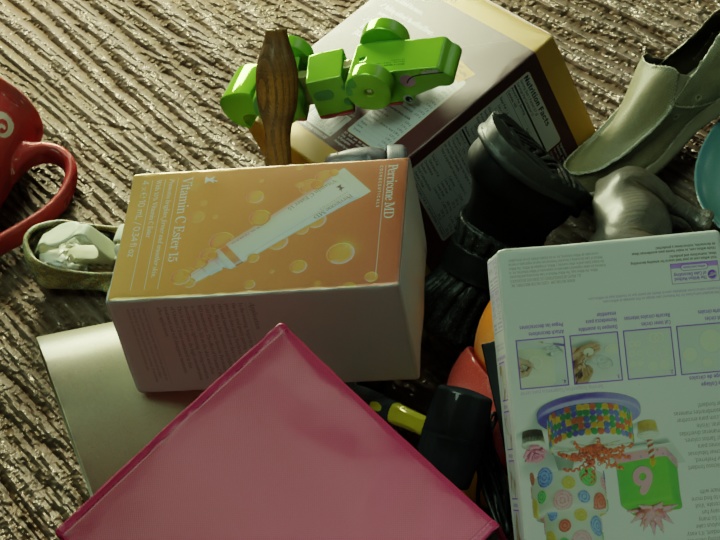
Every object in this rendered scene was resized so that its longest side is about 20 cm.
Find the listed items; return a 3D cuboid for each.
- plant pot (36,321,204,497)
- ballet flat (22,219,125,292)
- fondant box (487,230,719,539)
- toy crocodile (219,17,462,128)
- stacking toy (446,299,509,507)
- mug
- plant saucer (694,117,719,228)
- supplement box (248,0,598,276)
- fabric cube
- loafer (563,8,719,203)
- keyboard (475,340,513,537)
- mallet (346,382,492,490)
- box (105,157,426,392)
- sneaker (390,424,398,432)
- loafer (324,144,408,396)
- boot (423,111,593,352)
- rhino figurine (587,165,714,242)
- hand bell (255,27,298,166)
[{"bbox_3d":[-0.114,0.104,1.523,0.200,0.188,0.187,-20,39,-9],"label":"plant pot"},{"bbox_3d":[-0.208,-0.015,1.770,0.200,0.071,0.071,1,49,32],"label":"ballet flat"},{"bbox_3d":[0.162,0.082,1.301,0.144,0.058,0.201,-5,83,-5],"label":"fondant box"},{"bbox_3d":[-0.017,-0.145,1.593,0.199,0.062,0.068,-8,45,19],"label":"toy crocodile"},{"bbox_3d":[0.089,0.113,1.432,0.200,0.146,0.146,-45,40,6],"label":"stacking toy"},{"bbox_3d":[-0.370,-0.075,1.883,0.177,0.134,0.200,-3,50,31],"label":"mug"},{"bbox_3d":[0.348,-0.081,1.533,0.200,0.027,0.200,-17,42,16],"label":"plant saucer"},{"bbox_3d":[0.048,-0.113,1.663,0.200,0.133,0.197,-40,41,-11],"label":"supplement box"},{"bbox_3d":[-0.033,0.196,1.296,0.196,0.200,0.199,-44,62,-11],"label":"fabric cube"},{"bbox_3d":[0.230,-0.131,1.600,0.200,0.067,0.076,-39,22,0],"label":"loafer"},{"bbox_3d":[0.115,0.141,1.342,0.104,0.040,0.201,-16,83,32],"label":"keyboard"},{"bbox_3d":[0.030,0.089,1.402,0.200,0.041,0.066,32,105,64],"label":"mallet"},{"bbox_3d":[-0.060,0.004,1.423,0.199,0.098,0.125,-3,46,9],"label":"box"},{"bbox_3d":[-0.049,0.171,1.474,0.082,0.075,0.200,20,61,41],"label":"sneaker"},{"bbox_3d":[0.000,0.000,1.530,0.063,0.200,0.072,2,25,-4],"label":"loafer"},{"bbox_3d":[0.088,-0.020,1.485,0.079,0.211,0.158,44,95,19],"label":"boot"},{"bbox_3d":[0.199,-0.004,1.466,0.060,0.087,0.200,-55,12,35],"label":"rhino figurine"},{"bbox_3d":[-0.062,-0.082,1.555,0.104,0.201,0.104,0,12,0],"label":"hand bell"}]
